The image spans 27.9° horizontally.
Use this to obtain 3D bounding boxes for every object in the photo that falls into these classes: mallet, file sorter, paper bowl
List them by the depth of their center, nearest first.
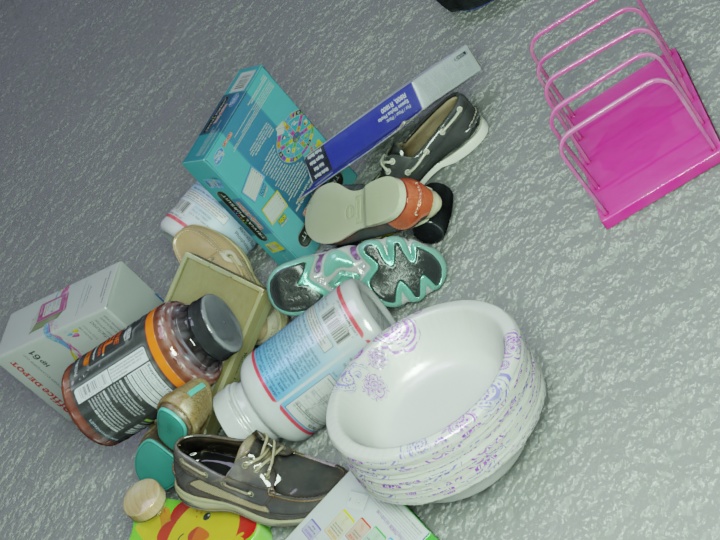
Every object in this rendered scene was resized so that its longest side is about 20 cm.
[{"bbox_3d":[0.075,0.131,1.327,0.199,0.105,0.202,-23,32,16],"label":"paper bowl"},{"bbox_3d":[0.261,-0.175,1.471,0.138,0.126,0.201,-31,34,18],"label":"file sorter"},{"bbox_3d":[0.027,-0.050,1.676,0.199,0.041,0.066,-15,42,43],"label":"mallet"}]

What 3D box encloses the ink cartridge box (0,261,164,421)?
[{"bbox_3d":[-0.333,0.093,1.806,0.198,0.145,0.085,-22,38,30],"label":"ink cartridge box"}]

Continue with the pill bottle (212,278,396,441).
[{"bbox_3d":[-0.054,0.107,1.511,0.199,0.109,0.109,-37,32,11],"label":"pill bottle"}]

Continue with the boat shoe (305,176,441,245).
[{"bbox_3d":[0.009,-0.067,1.628,0.199,0.062,0.072,-11,77,53],"label":"boat shoe"}]

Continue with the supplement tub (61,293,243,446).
[{"bbox_3d":[-0.225,0.104,1.587,0.199,0.107,0.108,-32,33,20],"label":"supplement tub"}]

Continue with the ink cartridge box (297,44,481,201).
[{"bbox_3d":[0.025,-0.176,1.709,0.199,0.041,0.200,-32,6,39],"label":"ink cartridge box"}]

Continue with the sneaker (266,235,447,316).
[{"bbox_3d":[0.000,0.000,1.614,0.197,0.079,0.140,-5,5,6],"label":"sneaker"}]

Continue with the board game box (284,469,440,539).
[{"bbox_3d":[-0.026,0.288,1.333,0.200,0.040,0.153,-46,32,-3],"label":"board game box"}]

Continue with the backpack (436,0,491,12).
[{"bbox_3d":[0.144,-0.438,1.863,0.190,0.200,0.155,-35,27,25],"label":"backpack"}]

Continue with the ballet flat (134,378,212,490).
[{"bbox_3d":[-0.194,0.173,1.558,0.072,0.068,0.201,-46,-12,-34],"label":"ballet flat"}]

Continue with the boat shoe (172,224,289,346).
[{"bbox_3d":[-0.163,0.011,1.701,0.200,0.064,0.072,42,104,29],"label":"boat shoe"}]

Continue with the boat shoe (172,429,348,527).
[{"bbox_3d":[-0.105,0.203,1.444,0.197,0.074,0.075,0,39,21],"label":"boat shoe"}]

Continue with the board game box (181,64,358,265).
[{"bbox_3d":[-0.106,-0.121,1.748,0.047,0.200,0.152,-3,49,45],"label":"board game box"}]

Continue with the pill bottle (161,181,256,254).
[{"bbox_3d":[-0.152,-0.094,1.842,0.200,0.109,0.108,-50,32,-10],"label":"pill bottle"}]

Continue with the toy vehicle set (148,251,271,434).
[{"bbox_3d":[-0.186,0.093,1.645,0.123,0.026,0.202,25,92,31],"label":"toy vehicle set"}]

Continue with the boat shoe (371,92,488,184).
[{"bbox_3d":[0.059,-0.130,1.706,0.199,0.060,0.074,-38,31,9],"label":"boat shoe"}]

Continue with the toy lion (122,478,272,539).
[{"bbox_3d":[-0.185,0.300,1.486,0.190,0.069,0.201,3,53,40],"label":"toy lion"}]
